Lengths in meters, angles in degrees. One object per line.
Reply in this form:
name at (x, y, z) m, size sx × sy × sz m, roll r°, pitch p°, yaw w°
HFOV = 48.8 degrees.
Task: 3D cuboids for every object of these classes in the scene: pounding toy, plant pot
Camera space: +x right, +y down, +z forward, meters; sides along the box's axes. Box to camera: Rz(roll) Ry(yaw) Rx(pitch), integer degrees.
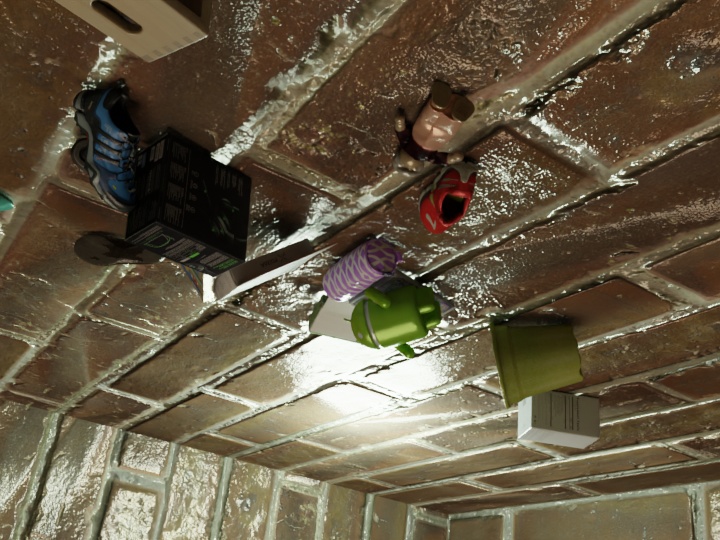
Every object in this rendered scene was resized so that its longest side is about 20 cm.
pounding toy at (-0.279, -0.365, 0.880) m, size 0.142 × 0.185 × 0.200 m, roll -12°, pitch 156°, yaw 32°
plant pot at (0.404, 0.202, 1.811) m, size 0.184 × 0.201 × 0.200 m, roll -11°, pitch 150°, yaw 11°

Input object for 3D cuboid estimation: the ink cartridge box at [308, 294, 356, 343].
ink cartridge box at (-0.023, 0.089, 1.833) m, size 0.145 × 0.048 × 0.200 m, roll 15°, pitch 137°, yaw -15°

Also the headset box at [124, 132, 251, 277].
headset box at (-0.283, -0.104, 1.357) m, size 0.093 × 0.175 × 0.200 m, roll -22°, pitch 147°, yaw 37°

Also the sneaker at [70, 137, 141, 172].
sneaker at (-0.411, -0.181, 1.396) m, size 0.200 × 0.076 × 0.079 m, roll 23°, pitch 171°, yaw -30°

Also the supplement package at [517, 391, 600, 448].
supplement package at (0.559, 0.419, 2.246) m, size 0.199 × 0.120 × 0.121 m, roll 10°, pitch 152°, yaw -5°

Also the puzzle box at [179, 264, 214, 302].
puzzle box at (-0.338, -0.048, 1.512) m, size 0.025 × 0.200 × 0.133 m, roll -29°, pitch 162°, yaw -22°

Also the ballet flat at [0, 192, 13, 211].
ballet flat at (-0.769, -0.147, 1.531) m, size 0.067 × 0.071 × 0.200 m, roll -12°, pitch 148°, yaw 32°

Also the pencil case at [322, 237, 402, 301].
pencil case at (0.000, 0.000, 1.618) m, size 0.085 × 0.084 × 0.200 m, roll -4°, pitch 164°, yaw -34°

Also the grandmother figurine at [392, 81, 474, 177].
grandmother figurine at (0.104, -0.202, 1.219) m, size 0.121 × 0.061 × 0.200 m, roll 40°, pitch 151°, yaw -3°

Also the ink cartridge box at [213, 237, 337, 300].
ink cartridge box at (-0.168, -0.015, 1.538) m, size 0.200 × 0.045 × 0.176 m, roll -25°, pitch 178°, yaw -39°

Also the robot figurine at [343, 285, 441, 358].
robot figurine at (0.069, 0.101, 1.684) m, size 0.199 × 0.116 × 0.176 m, roll -17°, pitch 127°, yaw 13°

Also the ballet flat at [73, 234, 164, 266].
ballet flat at (-0.509, -0.043, 1.694) m, size 0.199 × 0.068 × 0.046 m, roll 2°, pitch -175°, yaw 4°

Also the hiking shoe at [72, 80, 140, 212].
hiking shoe at (-0.384, -0.188, 1.246) m, size 0.086 × 0.074 × 0.201 m, roll -6°, pitch 109°, yaw 22°

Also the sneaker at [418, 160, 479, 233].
sneaker at (0.143, -0.108, 1.355) m, size 0.077 × 0.085 × 0.200 m, roll 11°, pitch 153°, yaw -5°

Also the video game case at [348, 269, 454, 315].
video game case at (0.093, 0.073, 1.762) m, size 0.143 × 0.018 × 0.200 m, roll -33°, pitch 135°, yaw 31°
